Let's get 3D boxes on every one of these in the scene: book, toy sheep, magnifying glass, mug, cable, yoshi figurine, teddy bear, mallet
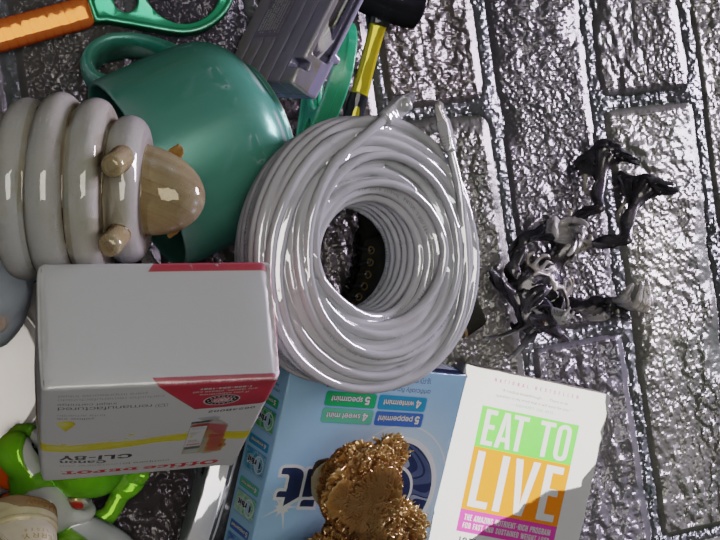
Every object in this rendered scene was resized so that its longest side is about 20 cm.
[{"bbox_3d":[0.126,0.189,1.056,0.133,0.048,0.200,12,88,-11],"label":"book"},{"bbox_3d":[-0.200,-0.052,0.794,0.200,0.138,0.138,5,88,-2],"label":"toy sheep"},{"bbox_3d":[-0.041,-0.104,0.992,0.022,0.080,0.200,11,97,-18],"label":"magnifying glass"},{"bbox_3d":[-0.126,-0.109,0.928,0.114,0.152,0.185,-28,100,-19],"label":"mug"},{"bbox_3d":[-0.001,-0.012,0.890,0.200,0.069,0.200,-27,106,-33],"label":"cable"},{"bbox_3d":[-0.193,0.194,0.932,0.112,0.112,0.200,-36,101,-26],"label":"yoshi figurine"},{"bbox_3d":[-0.195,-0.212,0.978,0.200,0.022,0.080,-19,95,-14],"label":"magnifying glass"},{"bbox_3d":[-0.005,0.213,0.932,0.145,0.067,0.200,-33,126,-17],"label":"teddy bear"},{"bbox_3d":[0.010,-0.152,1.030,0.066,0.041,0.200,8,92,-17],"label":"mallet"}]

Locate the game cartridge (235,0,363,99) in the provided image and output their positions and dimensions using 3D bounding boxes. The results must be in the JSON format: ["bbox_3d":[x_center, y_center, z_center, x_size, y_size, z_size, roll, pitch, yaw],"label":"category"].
[{"bbox_3d":[-0.030,-0.227,0.969,0.038,0.130,0.200,30,82,-27],"label":"game cartridge"}]

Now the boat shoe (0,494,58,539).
[{"bbox_3d":[-0.289,0.233,0.878,0.071,0.065,0.200,23,128,-41],"label":"boat shoe"}]

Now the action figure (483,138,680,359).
[{"bbox_3d":[0.186,-0.011,1.041,0.119,0.102,0.200,37,78,-26],"label":"action figure"}]

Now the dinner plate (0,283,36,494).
[{"bbox_3d":[-0.306,0.079,0.946,0.200,0.024,0.201,0,90,-14],"label":"dinner plate"}]

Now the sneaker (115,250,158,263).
[{"bbox_3d":[-0.176,0.028,0.950,0.075,0.082,0.200,-40,100,-12],"label":"sneaker"}]

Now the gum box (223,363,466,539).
[{"bbox_3d":[-0.015,0.166,0.971,0.170,0.045,0.200,8,98,-35],"label":"gum box"}]

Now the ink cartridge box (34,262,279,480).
[{"bbox_3d":[-0.143,0.072,0.826,0.145,0.200,0.084,-2,66,-16],"label":"ink cartridge box"}]

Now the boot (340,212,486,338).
[{"bbox_3d":[0.000,0.000,1.000,0.138,0.077,0.200,-33,103,-8],"label":"boot"}]

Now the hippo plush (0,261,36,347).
[{"bbox_3d":[-0.306,-0.027,0.897,0.161,0.159,0.200,31,64,-31],"label":"hippo plush"}]

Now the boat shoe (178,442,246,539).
[{"bbox_3d":[-0.084,0.136,0.981,0.068,0.072,0.200,17,89,-14],"label":"boat shoe"}]
